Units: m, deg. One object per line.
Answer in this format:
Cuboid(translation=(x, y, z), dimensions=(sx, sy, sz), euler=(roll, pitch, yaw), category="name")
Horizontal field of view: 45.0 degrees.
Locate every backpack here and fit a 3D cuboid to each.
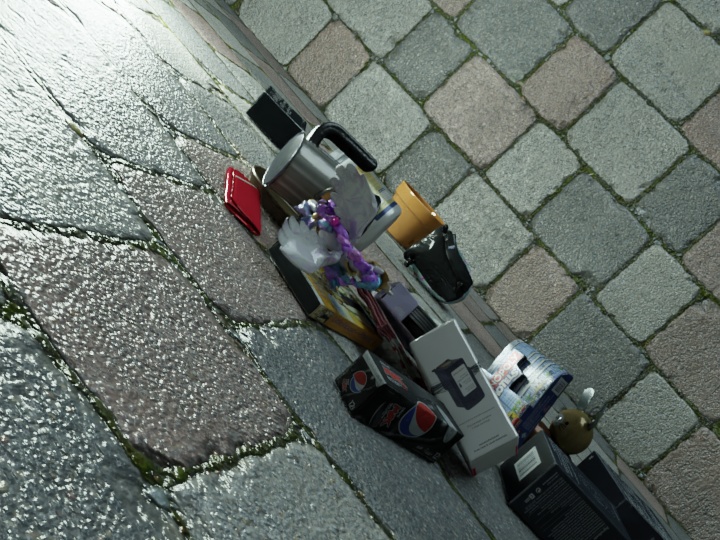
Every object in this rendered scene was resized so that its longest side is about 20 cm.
Cuboid(translation=(0.233, -0.005, 2.427), dimensions=(0.201, 0.166, 0.127), euler=(55, 6, 10), category="backpack")

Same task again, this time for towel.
Cuboid(translation=(0.058, 0.123, 1.433), dimensions=(0.201, 0.023, 0.144), euler=(59, 1, -32), category="towel")

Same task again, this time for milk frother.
Cuboid(translation=(-0.082, -0.150, 1.586), dimensions=(0.188, 0.199, 0.182), euler=(38, 52, -20), category="milk frother")

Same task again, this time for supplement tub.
Cuboid(translation=(-0.020, -0.158, 1.939), dimensions=(0.200, 0.144, 0.144), euler=(48, 10, 3), category="supplement tub")

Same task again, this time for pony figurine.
Cuboid(translation=(-0.037, -0.049, 1.316), dimensions=(0.194, 0.166, 0.200), euler=(52, -9, -25), category="pony figurine")

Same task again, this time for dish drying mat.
Cuboid(translation=(-0.191, -0.118, 1.421), dimensions=(0.077, 0.018, 0.200), euler=(45, 10, -21), category="dish drying mat")

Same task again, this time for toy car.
Cuboid(translation=(0.406, 0.320, 1.754), dimensions=(0.158, 0.200, 0.165), euler=(44, 10, -18), category="toy car")

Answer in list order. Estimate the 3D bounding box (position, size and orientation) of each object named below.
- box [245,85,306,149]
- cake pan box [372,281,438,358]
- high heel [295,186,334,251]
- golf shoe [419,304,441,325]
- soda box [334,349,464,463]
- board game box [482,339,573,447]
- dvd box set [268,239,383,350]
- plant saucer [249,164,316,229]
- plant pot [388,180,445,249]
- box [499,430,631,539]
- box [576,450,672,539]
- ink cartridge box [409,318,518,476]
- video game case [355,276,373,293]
Cuboid(translation=(-0.211, -0.387, 2.207), dimensions=(0.141, 0.079, 0.200), euler=(42, 10, -12), category="box")
Cuboid(translation=(0.093, 0.105, 1.517), dimensions=(0.184, 0.052, 0.200), euler=(48, -8, -2), category="cake pan box")
Cuboid(translation=(-0.032, -0.056, 1.494), dimensions=(0.200, 0.142, 0.072), euler=(37, 13, -45), category="high heel")
Cuboid(translation=(0.149, 0.131, 1.754), dimensions=(0.200, 0.078, 0.097), euler=(48, 6, -4), category="golf shoe")
Cuboid(translation=(0.055, 0.186, 1.166), dimensions=(0.200, 0.063, 0.071), euler=(38, 13, -43), category="soda box")
Cuboid(translation=(0.283, 0.231, 1.718), dimensions=(0.062, 0.201, 0.200), euler=(40, -2, -38), category="board game box")
Cuboid(translation=(-0.052, 0.041, 1.365), dimensions=(0.200, 0.029, 0.147), euler=(35, 16, -54), category="dvd box set")
Cuboid(translation=(-0.136, -0.114, 1.610), dimensions=(0.200, 0.029, 0.200), euler=(45, 10, -11), category="plant saucer")
Cuboid(translation=(0.154, -0.162, 2.719), dimensions=(0.200, 0.140, 0.200), euler=(46, 9, -10), category="plant pot")
Cuboid(translation=(0.343, 0.396, 1.461), dimensions=(0.200, 0.107, 0.148), euler=(46, 9, -5), category="box")
Cuboid(translation=(0.509, 0.500, 1.721), dimensions=(0.199, 0.123, 0.200), euler=(47, 8, -12), category="box")
Cuboid(translation=(0.158, 0.195, 1.322), dimensions=(0.201, 0.084, 0.145), euler=(63, -2, 23), category="ink cartridge box")
Cuboid(translation=(0.000, 0.000, 1.784), dimensions=(0.201, 0.018, 0.143), euler=(53, 10, 24), category="video game case")
